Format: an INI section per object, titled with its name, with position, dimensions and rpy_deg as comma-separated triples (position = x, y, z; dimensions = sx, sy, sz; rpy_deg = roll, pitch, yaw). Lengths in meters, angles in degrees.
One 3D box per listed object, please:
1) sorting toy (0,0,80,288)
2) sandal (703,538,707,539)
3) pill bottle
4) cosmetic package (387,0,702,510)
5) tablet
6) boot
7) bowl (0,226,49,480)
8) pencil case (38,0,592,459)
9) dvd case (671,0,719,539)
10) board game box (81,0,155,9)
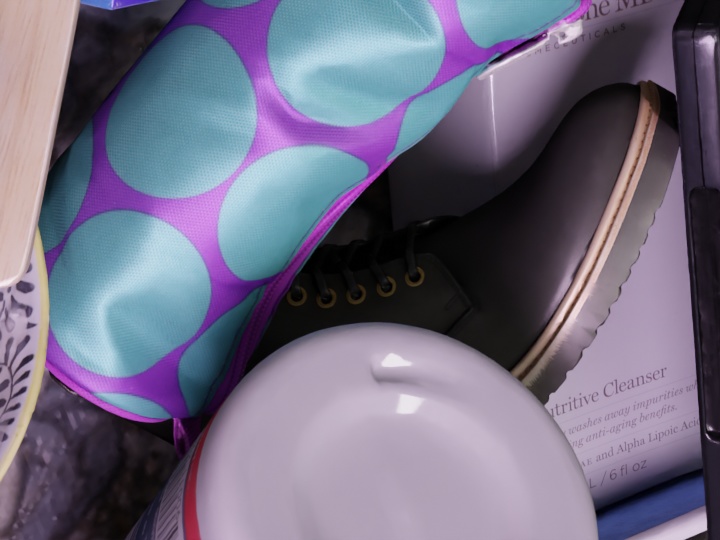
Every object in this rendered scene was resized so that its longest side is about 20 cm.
[sorting toy]
position = -0.167, -0.110, 0.723
dimensions = 0.198, 0.070, 0.201
rpy_deg = 11, 91, -6
[sandal]
position = 0.097, 0.167, 1.089
dimensions = 0.201, 0.057, 0.080
rpy_deg = -36, 106, 2
[pill bottle]
position = -0.020, 0.111, 0.846
dimensions = 0.119, 0.120, 0.200
rpy_deg = -14, 158, -29
[cosmetic package]
position = 0.075, -0.022, 0.985
dimensions = 0.113, 0.081, 0.201
rpy_deg = -19, 118, -25
[tablet]
position = 0.077, 0.093, 1.002
dimensions = 0.199, 0.130, 0.014
rpy_deg = -20, 97, -27
[boot]
position = 0.000, 0.000, 0.894
dimensions = 0.138, 0.078, 0.200
rpy_deg = 31, 109, -7
[bowl]
position = -0.191, 0.026, 0.795
dimensions = 0.200, 0.094, 0.202
rpy_deg = 3, 68, -8
[pencil case]
position = -0.020, -0.046, 0.826
dimensions = 0.092, 0.085, 0.200
rpy_deg = 43, 105, 1
[dvd case]
position = 0.131, -0.021, 0.926
dimensions = 0.143, 0.017, 0.201
rpy_deg = -59, 147, -54
[board game box]
position = -0.037, -0.189, 0.840
dimensions = 0.152, 0.045, 0.201
rpy_deg = -20, 119, -52
